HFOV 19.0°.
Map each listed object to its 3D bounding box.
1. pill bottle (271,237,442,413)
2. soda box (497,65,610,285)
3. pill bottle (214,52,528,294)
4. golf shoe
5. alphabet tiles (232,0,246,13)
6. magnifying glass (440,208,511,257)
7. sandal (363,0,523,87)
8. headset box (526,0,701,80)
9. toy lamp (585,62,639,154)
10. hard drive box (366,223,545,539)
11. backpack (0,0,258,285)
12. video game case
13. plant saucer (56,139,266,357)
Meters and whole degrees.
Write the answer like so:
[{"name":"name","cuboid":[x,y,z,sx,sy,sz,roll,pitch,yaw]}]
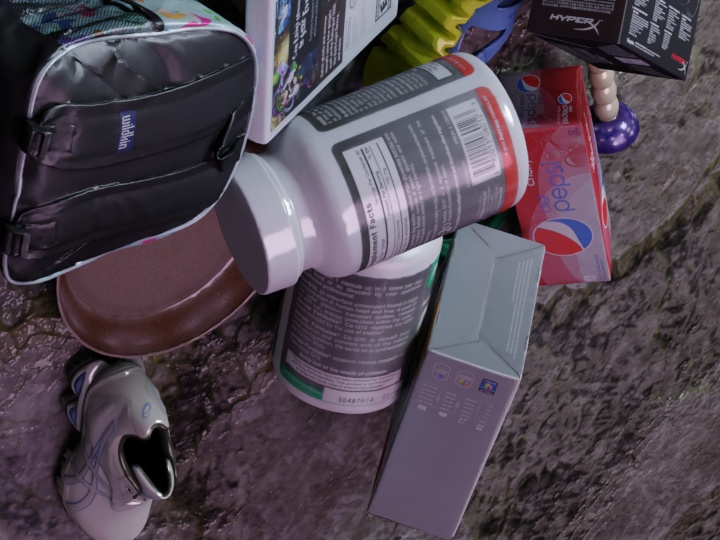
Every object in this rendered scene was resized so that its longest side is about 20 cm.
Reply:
[{"name":"pill bottle","cuboid":[0.000,0.000,1.632,0.112,0.113,0.201,-16,135,-31]},{"name":"soda box","cuboid":[0.158,-0.072,1.727,0.069,0.064,0.201,-4,142,12]},{"name":"pill bottle","cuboid":[0.005,-0.064,1.477,0.199,0.116,0.116,-22,138,-17]},{"name":"golf shoe","cuboid":[-0.178,0.155,1.630,0.078,0.097,0.201,-25,140,-25]},{"name":"alphabet tiles","cuboid":[-0.042,-0.264,1.433,0.166,0.006,0.200,-41,142,-5]},{"name":"magnifying glass","cuboid":[0.074,-0.069,1.686,0.079,0.022,0.200,-35,154,-5]},{"name":"sandal","cuboid":[0.083,-0.193,1.564,0.087,0.080,0.200,6,129,-49]},{"name":"headset box","cuboid":[0.196,-0.249,1.534,0.148,0.074,0.202,10,91,-63]},{"name":"toy lamp","cuboid":[0.186,-0.176,1.684,0.058,0.058,0.201,-34,144,-13]},{"name":"hard drive box","cuboid":[0.077,0.088,1.724,0.076,0.156,0.201,17,132,-1]},{"name":"backpack","cuboid":[-0.166,-0.099,1.355,0.199,0.150,0.179,-14,132,-38]},{"name":"video game case","cuboid":[-0.021,-0.210,1.419,0.182,0.023,0.201,-48,153,-42]},{"name":"plant saucer","cuboid":[-0.136,-0.026,1.551,0.199,0.032,0.201,-24,138,-23]}]
